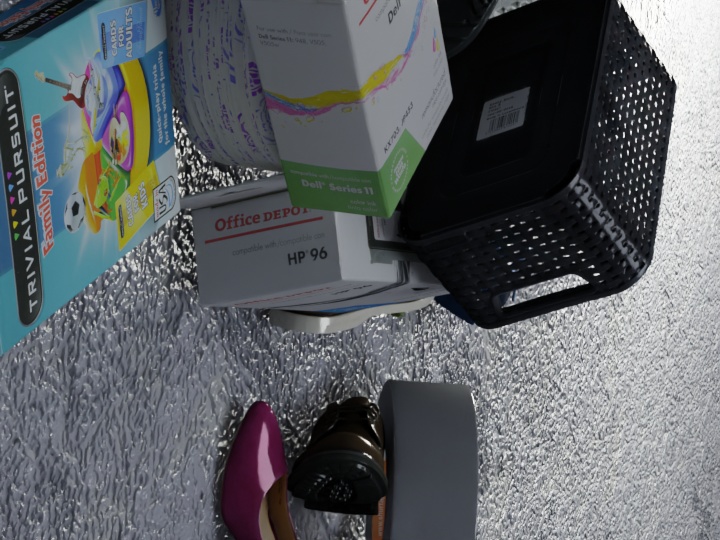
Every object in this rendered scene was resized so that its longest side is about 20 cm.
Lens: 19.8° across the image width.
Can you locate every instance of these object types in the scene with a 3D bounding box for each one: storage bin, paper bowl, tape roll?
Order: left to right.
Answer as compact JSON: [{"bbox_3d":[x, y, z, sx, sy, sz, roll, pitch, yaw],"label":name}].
[{"bbox_3d":[-0.063,-0.163,1.262,0.201,0.104,0.202,9,90,-69],"label":"paper bowl"},{"bbox_3d":[0.045,0.186,1.598,0.200,0.066,0.201,-176,-90,-84],"label":"tape roll"},{"bbox_3d":[0.116,-0.076,1.333,0.094,0.135,0.201,49,39,-33],"label":"storage bin"}]

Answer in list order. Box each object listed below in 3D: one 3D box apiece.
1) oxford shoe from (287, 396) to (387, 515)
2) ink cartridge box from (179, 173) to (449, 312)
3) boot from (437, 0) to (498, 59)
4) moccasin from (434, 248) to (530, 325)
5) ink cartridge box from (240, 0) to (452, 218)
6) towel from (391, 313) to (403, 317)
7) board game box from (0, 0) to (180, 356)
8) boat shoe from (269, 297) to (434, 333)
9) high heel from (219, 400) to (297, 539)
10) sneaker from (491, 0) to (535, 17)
[{"bbox_3d":[-0.015,0.130,1.512,0.200,0.072,0.085,104,-8,-80],"label":"oxford shoe"},{"bbox_3d":[-0.027,-0.015,1.327,0.200,0.116,0.068,4,77,-55],"label":"ink cartridge box"},{"bbox_3d":[0.079,-0.218,1.372,0.162,0.073,0.199,32,75,-78],"label":"boot"},{"bbox_3d":[0.092,-0.005,1.696,0.068,0.080,0.200,-55,-177,-6],"label":"moccasin"},{"bbox_3d":[-0.007,-0.143,1.172,0.201,0.067,0.117,77,31,-43],"label":"ink cartridge box"},{"bbox_3d":[0.046,-0.078,1.673,0.144,0.023,0.201,63,42,-56],"label":"towel"},{"bbox_3d":[-0.167,-0.066,1.116,0.200,0.047,0.152,-46,139,-56],"label":"board game box"},{"bbox_3d":[0.000,0.000,1.520,0.200,0.072,0.060,-16,113,-58],"label":"boat shoe"},{"bbox_3d":[-0.045,0.191,1.445,0.067,0.096,0.201,-35,130,-61],"label":"high heel"},{"bbox_3d":[0.132,-0.224,1.723,0.200,0.092,0.076,-54,133,-52],"label":"sneaker"}]
